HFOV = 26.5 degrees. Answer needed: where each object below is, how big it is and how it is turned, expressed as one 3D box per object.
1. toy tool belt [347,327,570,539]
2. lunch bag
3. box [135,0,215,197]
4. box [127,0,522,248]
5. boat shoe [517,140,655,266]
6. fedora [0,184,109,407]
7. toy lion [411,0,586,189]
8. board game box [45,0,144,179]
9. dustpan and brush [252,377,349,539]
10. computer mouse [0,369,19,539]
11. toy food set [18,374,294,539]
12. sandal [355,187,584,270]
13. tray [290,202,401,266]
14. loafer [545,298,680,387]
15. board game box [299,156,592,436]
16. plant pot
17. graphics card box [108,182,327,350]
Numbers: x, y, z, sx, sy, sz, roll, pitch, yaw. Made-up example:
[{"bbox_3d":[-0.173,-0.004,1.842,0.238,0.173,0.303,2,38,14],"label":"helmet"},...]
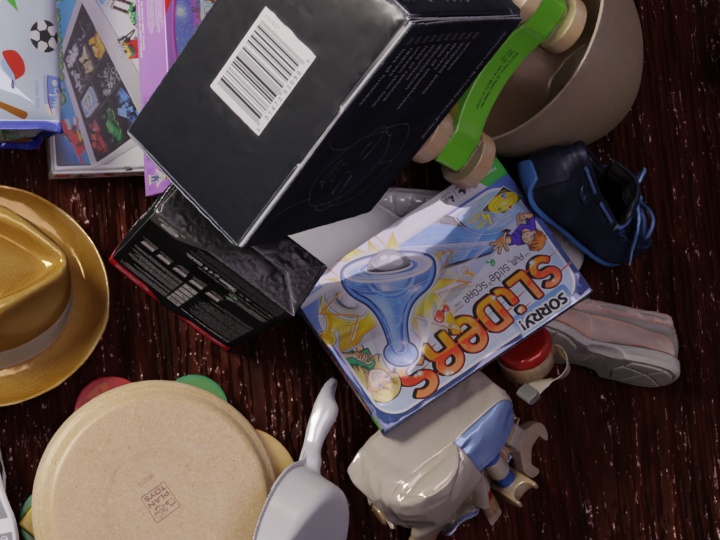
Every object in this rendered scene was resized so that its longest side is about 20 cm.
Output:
[{"bbox_3d":[0.091,0.143,1.250,0.200,0.125,0.123,-41,137,-14],"label":"toy tool belt"},{"bbox_3d":[-0.336,-0.176,1.150,0.200,0.124,0.170,-4,86,-24],"label":"lunch bag"},{"bbox_3d":[-0.112,-0.156,1.222,0.137,0.039,0.200,2,82,-45],"label":"box"},{"bbox_3d":[-0.020,-0.136,1.056,0.124,0.197,0.200,46,115,14],"label":"box"},{"bbox_3d":[0.203,-0.052,1.259,0.069,0.200,0.084,-29,68,24],"label":"boat shoe"},{"bbox_3d":[-0.284,0.006,1.143,0.200,0.082,0.201,7,67,-16],"label":"fedora"},{"bbox_3d":[0.064,-0.169,1.218,0.069,0.192,0.200,25,105,-35],"label":"toy lion"},{"bbox_3d":[-0.193,-0.176,1.233,0.126,0.035,0.200,-3,85,-17],"label":"board game box"},{"bbox_3d":[-0.042,0.181,1.202,0.057,0.140,0.200,18,72,25],"label":"dustpan and brush"},{"bbox_3d":[-0.309,0.151,1.162,0.110,0.044,0.200,-7,80,-21],"label":"computer mouse"},{"bbox_3d":[-0.159,0.178,1.196,0.198,0.049,0.200,41,75,-8],"label":"toy food set"},{"bbox_3d":[0.094,-0.041,1.289,0.202,0.083,0.050,13,36,-11],"label":"sandal"},{"bbox_3d":[0.000,0.000,1.254,0.200,0.022,0.107,34,87,-20],"label":"tray"},{"bbox_3d":[0.183,0.046,1.304,0.200,0.072,0.063,18,62,-20],"label":"loafer"},{"bbox_3d":[0.063,0.020,1.215,0.200,0.034,0.135,-34,80,-7],"label":"board game box"},{"bbox_3d":[0.157,-0.174,1.267,0.134,0.200,0.201,25,76,-41],"label":"plant pot"},{"bbox_3d":[-0.113,-0.005,1.151,0.125,0.200,0.051,38,72,-8],"label":"graphics card box"}]
